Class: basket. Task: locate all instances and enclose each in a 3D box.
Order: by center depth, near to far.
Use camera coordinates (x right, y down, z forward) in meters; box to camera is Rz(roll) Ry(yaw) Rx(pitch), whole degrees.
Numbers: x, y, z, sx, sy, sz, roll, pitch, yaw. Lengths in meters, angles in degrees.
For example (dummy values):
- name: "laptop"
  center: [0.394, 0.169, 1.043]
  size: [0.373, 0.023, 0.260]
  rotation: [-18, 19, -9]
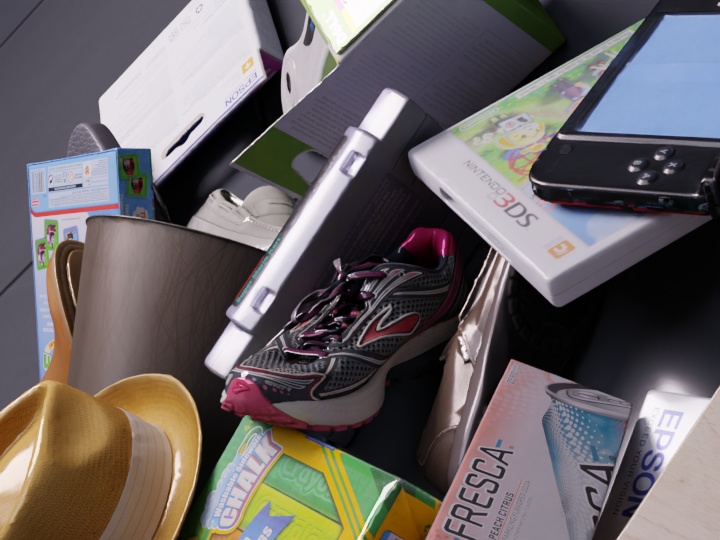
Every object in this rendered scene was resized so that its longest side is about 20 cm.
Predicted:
- name: "basket"
  center: [-0.124, 0.085, 0.973]
  size: [0.136, 0.180, 0.201]
  rotation: [131, 154, -76]

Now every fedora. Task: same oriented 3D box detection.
- name: "fedora"
  center: [-0.179, 0.131, 0.825]
  size: [0.200, 0.082, 0.201]
  rotation: [-29, 37, 25]

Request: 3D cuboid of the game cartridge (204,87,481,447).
- name: "game cartridge"
  center: [0.000, 0.000, 0.898]
  size: [0.038, 0.130, 0.200]
  rotation: [31, 86, 49]

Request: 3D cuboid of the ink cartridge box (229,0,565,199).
- name: "ink cartridge box"
  center: [0.013, -0.136, 0.970]
  size: [0.200, 0.148, 0.076]
  rotation: [-41, 55, 20]

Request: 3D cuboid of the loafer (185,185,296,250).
- name: "loafer"
  center: [-0.071, -0.029, 1.068]
  size: [0.200, 0.070, 0.070]
  rotation: [11, 79, 55]

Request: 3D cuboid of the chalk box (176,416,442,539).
- name: "chalk box"
  center: [-0.024, 0.164, 0.792]
  size: [0.200, 0.124, 0.125]
  rotation: [13, 71, 55]

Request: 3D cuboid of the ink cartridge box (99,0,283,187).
- name: "ink cartridge box"
  center: [-0.151, -0.151, 1.286]
  size: [0.196, 0.043, 0.200]
  rotation: [-41, 39, 21]

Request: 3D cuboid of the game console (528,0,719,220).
- name: "game console"
  center: [0.183, -0.132, 0.731]
  size: [0.172, 0.119, 0.200]
  rotation: [8, 45, 39]

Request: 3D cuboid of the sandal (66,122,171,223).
- name: "sandal"
  center: [-0.183, -0.050, 1.184]
  size: [0.200, 0.043, 0.076]
  rotation: [59, 134, 33]

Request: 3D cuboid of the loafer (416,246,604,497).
- name: "loafer"
  center: [0.076, 0.038, 0.820]
  size: [0.071, 0.073, 0.201]
  rotation: [-2, 59, 52]

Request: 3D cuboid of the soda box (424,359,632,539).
- name: "soda box"
  center: [0.067, 0.123, 0.652]
  size: [0.200, 0.068, 0.064]
  rotation: [-55, -18, -56]

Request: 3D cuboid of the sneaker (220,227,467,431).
- name: "sneaker"
  center: [-0.009, 0.033, 0.827]
  size: [0.080, 0.200, 0.075]
  rotation: [12, 114, 31]

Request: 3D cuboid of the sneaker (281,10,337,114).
- name: "sneaker"
  center: [0.010, -0.155, 1.083]
  size: [0.200, 0.111, 0.073]
  rotation: [121, 138, -64]

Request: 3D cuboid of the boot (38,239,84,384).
- name: "boot"
  center: [-0.224, 0.092, 1.091]
  size: [0.155, 0.077, 0.201]
  rotation: [-25, 88, 36]

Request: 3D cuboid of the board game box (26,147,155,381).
- name: "board game box"
  center: [-0.213, 0.009, 1.158]
  size: [0.151, 0.036, 0.201]
  rotation: [-2, 91, 51]

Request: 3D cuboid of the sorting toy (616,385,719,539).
- name: "sorting toy"
  center: [0.215, 0.116, 0.542]
  size: [0.200, 0.070, 0.199]
  rotation: [30, 81, 38]

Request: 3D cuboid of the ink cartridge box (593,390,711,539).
- name: "ink cartridge box"
  center: [0.173, 0.156, 0.627]
  size: [0.200, 0.043, 0.197]
  rotation: [3, 63, 54]

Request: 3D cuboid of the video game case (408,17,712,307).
- name: "video game case"
  center: [0.147, -0.074, 0.802]
  size: [0.199, 0.022, 0.182]
  rotation: [-29, 33, -8]
